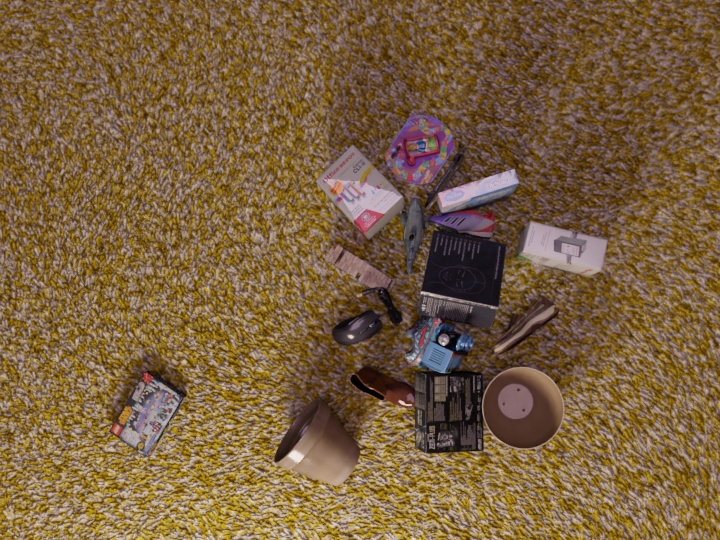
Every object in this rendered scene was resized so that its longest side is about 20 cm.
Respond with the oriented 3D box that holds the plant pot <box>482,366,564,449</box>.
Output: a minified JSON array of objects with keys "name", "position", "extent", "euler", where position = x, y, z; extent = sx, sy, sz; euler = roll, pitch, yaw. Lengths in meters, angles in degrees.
[{"name":"plant pot","position":[0.408,0.346,1.547],"extent":[0.199,0.134,0.202],"euler":[-1,84,6]}]

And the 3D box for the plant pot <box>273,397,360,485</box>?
[{"name":"plant pot","position":[-0.100,0.466,1.581],"extent":[0.173,0.200,0.200],"euler":[37,90,-9]}]

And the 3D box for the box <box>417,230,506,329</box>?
[{"name":"box","position":[0.264,0.022,1.562],"extent":[0.195,0.124,0.201],"euler":[11,59,9]}]

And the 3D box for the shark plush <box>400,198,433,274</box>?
[{"name":"shark plush","position":[0.133,-0.093,1.641],"extent":[0.090,0.083,0.201],"euler":[18,87,7]}]

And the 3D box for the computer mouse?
[{"name":"computer mouse","position":[0.006,0.128,1.623],"extent":[0.199,0.046,0.141],"euler":[-21,115,5]}]

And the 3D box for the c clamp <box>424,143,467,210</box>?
[{"name":"c clamp","position":[0.232,-0.251,1.625],"extent":[0.027,0.171,0.201],"euler":[33,101,-7]}]

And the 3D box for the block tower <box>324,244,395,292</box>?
[{"name":"block tower","position":[0.000,0.000,1.662],"extent":[0.199,0.058,0.054],"euler":[32,90,7]}]

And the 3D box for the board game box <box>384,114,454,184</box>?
[{"name":"board game box","position":[0.167,-0.342,1.680],"extent":[0.158,0.039,0.201],"euler":[34,90,8]}]

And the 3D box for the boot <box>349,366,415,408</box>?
[{"name":"boot","position":[0.069,0.308,1.554],"extent":[0.188,0.200,0.069],"euler":[36,89,8]}]

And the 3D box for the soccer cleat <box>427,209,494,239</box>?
[{"name":"soccer cleat","position":[0.271,-0.133,1.603],"extent":[0.199,0.068,0.074],"euler":[7,100,-23]}]

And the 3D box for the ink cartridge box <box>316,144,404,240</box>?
[{"name":"ink cartridge box","position":[0.002,-0.210,1.635],"extent":[0.145,0.145,0.200],"euler":[-44,81,2]}]

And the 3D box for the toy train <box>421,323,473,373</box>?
[{"name":"toy train","position":[0.227,0.204,1.549],"extent":[0.086,0.200,0.115],"euler":[26,92,23]}]

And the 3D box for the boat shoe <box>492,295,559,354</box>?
[{"name":"boat shoe","position":[0.427,0.142,1.602],"extent":[0.202,0.075,0.075],"euler":[-35,69,-4]}]

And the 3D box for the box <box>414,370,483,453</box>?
[{"name":"box","position":[0.230,0.366,1.565],"extent":[0.163,0.086,0.201],"euler":[1,85,-15]}]

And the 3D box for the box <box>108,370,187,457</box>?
[{"name":"box","position":[-0.602,0.405,1.701],"extent":[0.136,0.040,0.201],"euler":[30,89,9]}]

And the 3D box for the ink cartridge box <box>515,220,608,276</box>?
[{"name":"ink cartridge box","position":[0.519,-0.055,1.565],"extent":[0.199,0.146,0.085],"euler":[15,86,7]}]

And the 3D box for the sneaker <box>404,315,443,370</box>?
[{"name":"sneaker","position":[0.169,0.161,1.618],"extent":[0.095,0.079,0.201],"euler":[14,87,9]}]

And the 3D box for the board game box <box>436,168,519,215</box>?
[{"name":"board game box","position":[0.301,-0.196,1.573],"extent":[0.199,0.199,0.044],"euler":[-17,83,5]}]
